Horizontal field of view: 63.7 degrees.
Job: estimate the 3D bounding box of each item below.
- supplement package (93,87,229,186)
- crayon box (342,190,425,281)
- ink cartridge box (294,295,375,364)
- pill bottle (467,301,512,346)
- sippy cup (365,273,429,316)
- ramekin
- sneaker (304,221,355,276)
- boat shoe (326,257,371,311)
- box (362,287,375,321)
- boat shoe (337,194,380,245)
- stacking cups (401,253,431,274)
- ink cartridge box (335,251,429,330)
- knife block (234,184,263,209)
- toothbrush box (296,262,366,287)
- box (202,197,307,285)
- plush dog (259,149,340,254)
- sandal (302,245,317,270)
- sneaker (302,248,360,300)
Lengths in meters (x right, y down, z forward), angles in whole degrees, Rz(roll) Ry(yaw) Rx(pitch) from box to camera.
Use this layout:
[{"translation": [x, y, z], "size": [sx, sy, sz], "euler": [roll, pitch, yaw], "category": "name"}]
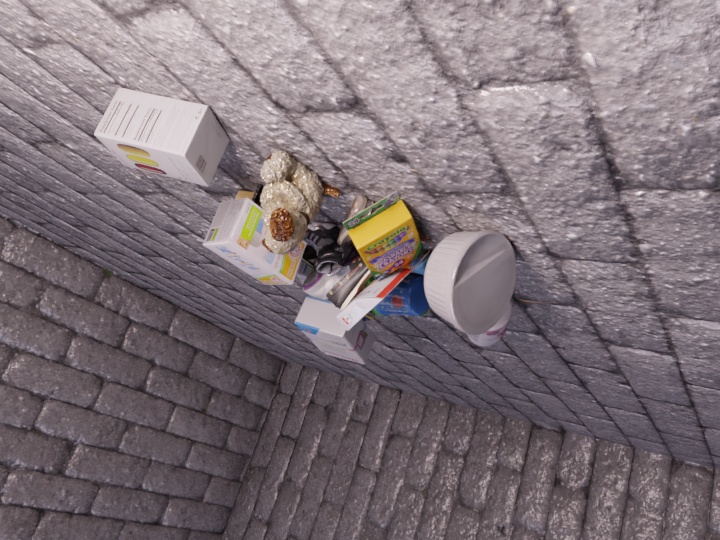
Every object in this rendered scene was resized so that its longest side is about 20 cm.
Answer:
[{"translation": [-0.371, -0.251, 1.094], "size": [0.198, 0.111, 0.114], "euler": [15, 162, 16], "category": "supplement package"}, {"translation": [0.053, -0.064, 1.176], "size": [0.052, 0.125, 0.200], "euler": [61, -178, 28], "category": "crayon box"}, {"translation": [-0.062, 0.157, 1.504], "size": [0.143, 0.085, 0.200], "euler": [13, 155, 25], "category": "ink cartridge box"}, {"translation": [0.316, 0.121, 1.456], "size": [0.112, 0.115, 0.200], "euler": [15, 163, 14], "category": "pill bottle"}, {"translation": [0.103, 0.053, 1.427], "size": [0.176, 0.142, 0.129], "euler": [-9, -166, -44], "category": "sippy cup"}, {"translation": [0.211, 0.016, 1.140], "size": [0.094, 0.204, 0.202], "euler": [19, 168, 48], "category": "ramekin"}, {"translation": [-0.098, -0.051, 1.387], "size": [0.198, 0.115, 0.075], "euler": [6, 158, 37], "category": "sneaker"}, {"translation": [0.000, 0.000, 1.329], "size": [0.063, 0.202, 0.074], "euler": [39, -179, 10], "category": "boat shoe"}, {"translation": [-0.037, 0.094, 1.545], "size": [0.064, 0.071, 0.199], "euler": [32, 157, -30], "category": "box"}, {"translation": [0.000, -0.091, 1.232], "size": [0.073, 0.075, 0.200], "euler": [21, 164, -6], "category": "boat shoe"}, {"translation": [0.143, -0.011, 1.341], "size": [0.198, 0.061, 0.061], "euler": [11, 161, 32], "category": "stacking cups"}, {"translation": [0.048, 0.030, 1.255], "size": [0.050, 0.162, 0.200], "euler": [44, 126, 4], "category": "ink cartridge box"}, {"translation": [-0.207, -0.128, 1.360], "size": [0.174, 0.065, 0.200], "euler": [12, 160, 25], "category": "knife block"}, {"translation": [-0.062, 0.026, 1.622], "size": [0.197, 0.087, 0.146], "euler": [13, 159, 17], "category": "toothbrush box"}, {"translation": [-0.231, -0.059, 1.296], "size": [0.101, 0.114, 0.200], "euler": [-1, 151, 42], "category": "box"}, {"translation": [-0.138, -0.112, 1.151], "size": [0.159, 0.174, 0.200], "euler": [20, 162, -4], "category": "plush dog"}, {"translation": [-0.105, -0.041, 1.498], "size": [0.199, 0.081, 0.057], "euler": [25, 148, -14], "category": "sandal"}, {"translation": [-0.047, 0.013, 1.470], "size": [0.199, 0.075, 0.100], "euler": [-31, 123, 15], "category": "sneaker"}]
